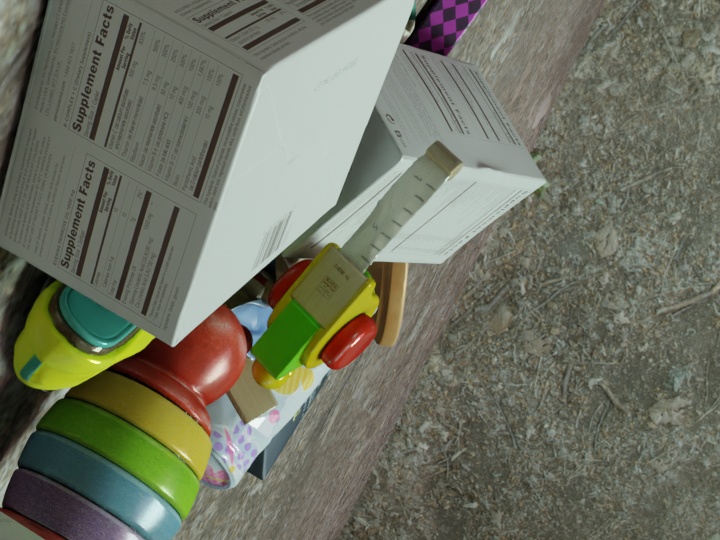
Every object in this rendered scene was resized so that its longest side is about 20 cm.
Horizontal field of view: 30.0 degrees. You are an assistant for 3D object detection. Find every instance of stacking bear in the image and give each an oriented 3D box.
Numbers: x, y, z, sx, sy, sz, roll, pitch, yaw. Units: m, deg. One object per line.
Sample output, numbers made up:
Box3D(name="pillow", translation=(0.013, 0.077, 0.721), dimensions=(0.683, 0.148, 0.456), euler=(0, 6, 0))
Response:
Box3D(name="stacking bear", translation=(-0.140, 0.101, 0.817), dimensions=(0.114, 0.121, 0.200), euler=(-7, -132, 57))

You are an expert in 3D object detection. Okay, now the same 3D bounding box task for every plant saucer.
Box3D(name="plant saucer", translation=(0.016, -0.032, 1.208), dimensions=(0.200, 0.037, 0.201), euler=(-178, -90, -85))

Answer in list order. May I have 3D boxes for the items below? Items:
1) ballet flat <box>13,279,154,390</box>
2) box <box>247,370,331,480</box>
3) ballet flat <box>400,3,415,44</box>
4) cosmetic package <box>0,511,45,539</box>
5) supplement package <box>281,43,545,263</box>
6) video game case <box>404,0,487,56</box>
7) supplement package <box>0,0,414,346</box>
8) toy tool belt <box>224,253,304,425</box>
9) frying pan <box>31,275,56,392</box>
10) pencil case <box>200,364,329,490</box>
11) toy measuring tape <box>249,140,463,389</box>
Box3D(name="ballet flat", translation=(-0.122, 0.009, 0.737), dimensions=(0.067, 0.067, 0.200), euler=(-44, 179, 33))
Box3D(name="box", translation=(-0.062, 0.081, 1.173), dimensions=(0.158, 0.051, 0.200), euler=(-56, 170, -26))
Box3D(name="ballet flat", translation=(0.001, -0.183, 0.927), dimensions=(0.068, 0.070, 0.200), euler=(-63, 170, 13))
Box3D(name="cosmetic package", translation=(-0.205, 0.217, 0.617), dimensions=(0.200, 0.199, 0.123), euler=(-59, 171, -6))
Box3D(name="supplement package", translation=(0.019, -0.080, 0.924), dimensions=(0.114, 0.110, 0.200), euler=(-38, 159, 27))
Box3D(name="video game case", translation=(0.050, -0.182, 1.096), dimensions=(0.200, 0.036, 0.181), euler=(-53, -173, 28))
Box3D(name="supplement package", translation=(-0.074, -0.086, 0.691), dimensions=(0.200, 0.111, 0.156), euler=(-44, 161, -57))
Box3D(name="toy tool belt", translation=(-0.070, 0.005, 0.944), dimensions=(0.200, 0.123, 0.125), euler=(-56, 170, -28))
Box3D(name="frying pan", translation=(-0.142, -0.010, 0.797), dimensions=(0.190, 0.031, 0.115), euler=(-58, 172, -35))
Box3D(name="pencil case", translation=(-0.073, 0.068, 1.011), dimensions=(0.091, 0.083, 0.200), euler=(-1, -137, 50))
Box3D(name="toy measuring tape", translation=(0.000, 0.000, 0.845), dimensions=(0.200, 0.074, 0.074), euler=(-50, 174, 17))
